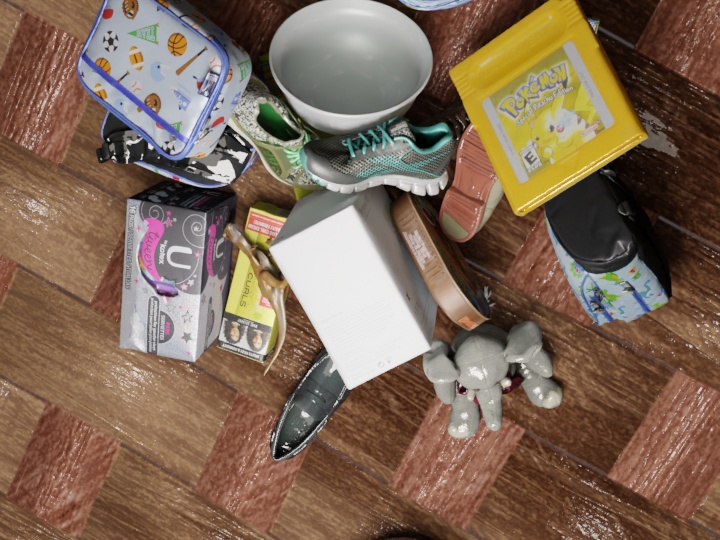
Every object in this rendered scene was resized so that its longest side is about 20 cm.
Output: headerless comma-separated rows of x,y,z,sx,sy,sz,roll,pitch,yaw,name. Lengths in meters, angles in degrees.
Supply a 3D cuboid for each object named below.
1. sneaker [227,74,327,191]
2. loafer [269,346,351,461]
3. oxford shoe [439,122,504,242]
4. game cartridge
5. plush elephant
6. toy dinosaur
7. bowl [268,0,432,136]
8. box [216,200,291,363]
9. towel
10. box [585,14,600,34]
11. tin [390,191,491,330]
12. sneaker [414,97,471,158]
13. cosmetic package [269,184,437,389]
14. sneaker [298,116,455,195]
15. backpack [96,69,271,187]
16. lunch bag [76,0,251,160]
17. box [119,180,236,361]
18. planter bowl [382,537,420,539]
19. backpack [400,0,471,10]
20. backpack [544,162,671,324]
-0.088,-0.152,1.385,0.199,0.088,0.077,39,87,-38,sneaker
-0.060,0.177,1.571,0.068,0.070,0.202,34,108,0,loafer
0.158,-0.134,1.441,0.070,0.074,0.202,36,121,18,oxford shoe
0.211,-0.193,1.336,0.175,0.032,0.203,-32,70,24,game cartridge
0.161,0.129,1.472,0.162,0.155,0.203,-14,102,13,plush elephant
-0.111,0.023,1.506,0.105,0.060,0.203,-18,96,39,toy dinosaur
-0.013,-0.233,1.421,0.197,0.203,0.091,15,145,6,bowl
-0.132,0.015,1.554,0.074,0.050,0.203,18,107,6,box
-0.068,-0.192,1.508,0.085,0.018,0.204,-11,103,18,towel
0.241,-0.211,1.415,0.063,0.070,0.204,13,106,9,box
0.098,-0.015,1.442,0.042,0.112,0.202,-33,60,12,tin
0.107,-0.164,1.449,0.198,0.076,0.071,-28,98,16,sneaker
0.000,0.000,1.438,0.122,0.200,0.202,-27,104,15,cosmetic package
0.024,-0.144,1.353,0.197,0.078,0.092,-2,140,-27,sneaker
-0.207,-0.197,1.458,0.188,0.154,0.202,28,107,5,backpack
-0.226,-0.225,1.329,0.199,0.075,0.161,40,112,16,lunch bag
-0.238,-0.001,1.526,0.113,0.132,0.204,9,106,10,box
0.057,0.451,1.587,0.196,0.135,0.204,3,104,10,planter bowl
0.117,-0.391,1.367,0.197,0.154,0.165,-18,108,27,backpack
0.300,-0.022,1.392,0.153,0.165,0.199,-41,139,24,backpack
